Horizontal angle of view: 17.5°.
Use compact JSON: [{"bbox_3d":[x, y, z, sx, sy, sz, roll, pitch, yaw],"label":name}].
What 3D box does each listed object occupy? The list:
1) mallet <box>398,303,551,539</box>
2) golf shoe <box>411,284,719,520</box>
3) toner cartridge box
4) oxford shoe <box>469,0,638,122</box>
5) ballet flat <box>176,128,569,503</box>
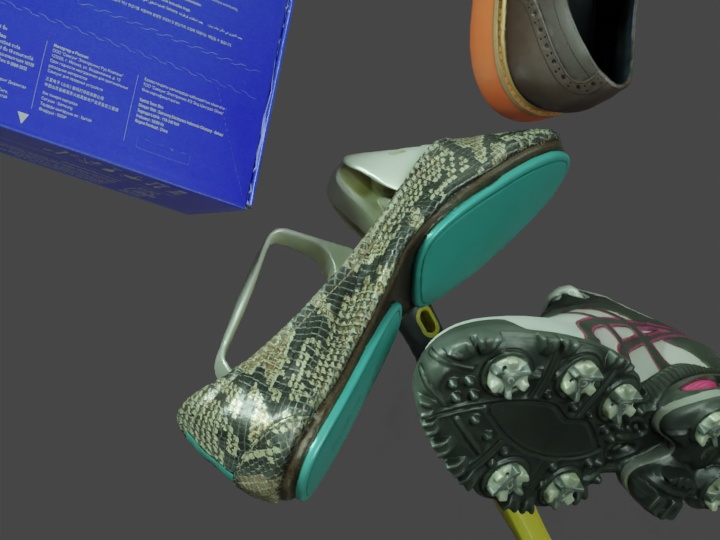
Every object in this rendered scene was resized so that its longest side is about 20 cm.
[{"bbox_3d":[0.070,0.090,0.964,0.066,0.041,0.200,-29,101,-35],"label":"mallet"},{"bbox_3d":[0.081,0.047,0.935,0.200,0.088,0.077,16,116,-46],"label":"golf shoe"},{"bbox_3d":[-0.120,-0.091,0.819,0.200,0.043,0.095,19,76,-36],"label":"toner cartridge box"},{"bbox_3d":[0.091,-0.163,0.963,0.071,0.073,0.200,0,88,-36],"label":"oxford shoe"},{"bbox_3d":[0.000,0.000,0.894,0.075,0.068,0.200,32,62,15],"label":"ballet flat"}]
